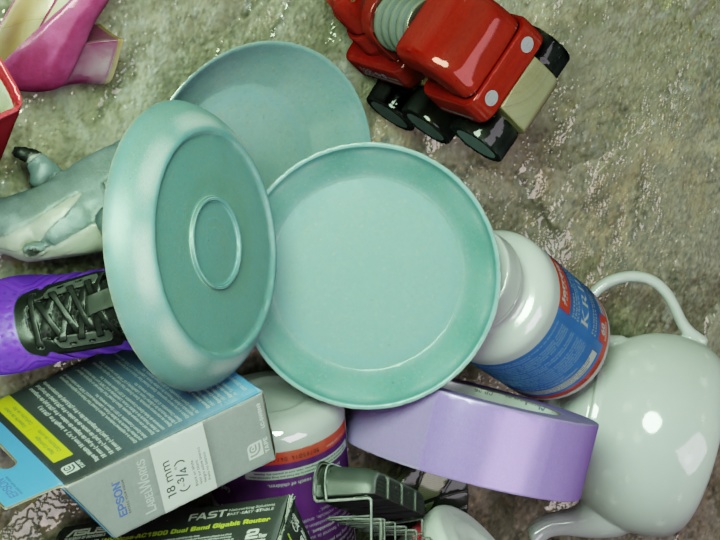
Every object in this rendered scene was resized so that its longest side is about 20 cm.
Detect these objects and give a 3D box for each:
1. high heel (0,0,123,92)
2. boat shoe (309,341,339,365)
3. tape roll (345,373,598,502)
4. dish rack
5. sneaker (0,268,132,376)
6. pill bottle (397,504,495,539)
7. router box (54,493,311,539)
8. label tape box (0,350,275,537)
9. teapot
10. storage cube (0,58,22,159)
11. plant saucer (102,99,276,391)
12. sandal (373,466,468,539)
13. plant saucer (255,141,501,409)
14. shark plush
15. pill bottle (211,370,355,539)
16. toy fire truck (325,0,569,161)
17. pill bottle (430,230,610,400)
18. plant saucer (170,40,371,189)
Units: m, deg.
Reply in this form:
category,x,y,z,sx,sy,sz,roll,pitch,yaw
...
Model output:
category,x,y,z,sx,sy,sz,roll,pitch,yaw
high heel,-0.197,-0.216,1.073,0.096,0.067,0.200,-6,123,-45
boat shoe,0.000,0.000,1.287,0.200,0.075,0.062,-51,126,-18
tape roll,0.089,0.129,1.304,0.200,0.200,0.066,13,92,-38
dish rack,0.012,0.251,1.213,0.153,0.054,0.201,38,49,-65
sneaker,-0.194,0.027,1.119,0.200,0.099,0.070,-8,83,-25
pill bottle,0.032,0.298,1.342,0.200,0.111,0.111,-44,130,16
router box,-0.121,0.256,1.219,0.062,0.199,0.150,-74,148,-55
label tape box,-0.184,0.124,1.152,0.200,0.144,0.063,-24,121,-26
teapot,0.237,0.136,1.457,0.146,0.200,0.198,16,136,-1
storage cube,-0.321,-0.101,0.916,0.200,0.180,0.171,-28,86,-24
plant saucer,-0.108,-0.018,1.099,0.200,0.027,0.201,13,75,-62
sandal,0.037,0.240,1.409,0.080,0.057,0.201,4,122,-18
plant saucer,0.005,0.004,1.215,0.199,0.036,0.201,0,93,-2
shark plush,-0.221,-0.049,1.117,0.199,0.091,0.084,-8,90,-1
pill bottle,-0.062,0.188,1.281,0.112,0.112,0.201,-18,115,-30
toy fire truck,0.041,-0.198,1.179,0.200,0.176,0.129,39,83,-37
pill bottle,0.124,0.032,1.326,0.112,0.112,0.200,-61,148,-2
plant saucer,-0.084,-0.078,1.220,0.201,0.039,0.202,-13,113,-33
